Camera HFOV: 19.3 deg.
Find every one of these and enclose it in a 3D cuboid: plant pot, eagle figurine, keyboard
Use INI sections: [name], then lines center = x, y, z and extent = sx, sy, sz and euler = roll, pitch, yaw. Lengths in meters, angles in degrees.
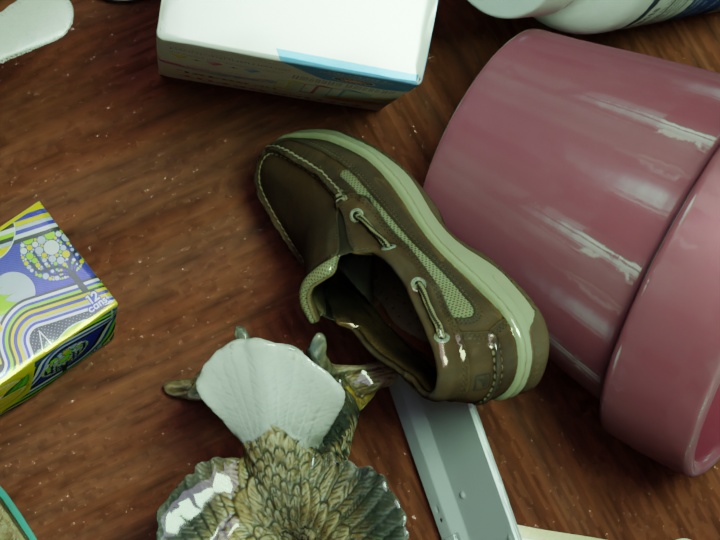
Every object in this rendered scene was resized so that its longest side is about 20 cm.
[plant pot]
center = 0.135, -0.025, 1.049
extent = 0.179, 0.200, 0.200
euler = 28, 70, 18
[eagle figurine]
center = -0.026, 0.135, 1.000
extent = 0.151, 0.152, 0.200
euler = 14, 64, -25
[keyboard]
center = 0.034, 0.054, 1.070
extent = 0.011, 0.056, 0.200
euler = -7, 71, -39

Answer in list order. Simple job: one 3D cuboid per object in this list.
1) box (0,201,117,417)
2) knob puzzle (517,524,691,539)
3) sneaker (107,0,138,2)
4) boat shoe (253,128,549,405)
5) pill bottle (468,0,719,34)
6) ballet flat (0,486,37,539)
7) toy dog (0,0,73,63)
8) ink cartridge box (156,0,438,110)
[box]
center = -0.218, 0.055, 1.029
extent = 0.200, 0.064, 0.070
euler = -36, 80, -16
[knob puzzle]
center = 0.151, 0.227, 1.043
extent = 0.219, 0.030, 0.220
euler = 3, 71, -8
[sneaker]
center = -0.129, -0.252, 1.128
extent = 0.076, 0.088, 0.200
euler = -9, 73, -10
[boat shoe]
center = 0.001, -0.005, 1.017
extent = 0.075, 0.075, 0.202
euler = -16, 39, -35
[pill bottle]
center = 0.137, -0.181, 1.090
extent = 0.200, 0.111, 0.111
euler = -15, 73, -43
[ballet flat]
center = -0.155, 0.166, 0.970
extent = 0.065, 0.071, 0.200
euler = -30, 50, -25
[toy dog]
center = -0.195, -0.133, 1.079
extent = 0.096, 0.132, 0.200
euler = 19, 76, -35
[ink cartridge box]
center = -0.031, -0.155, 1.064
extent = 0.128, 0.200, 0.126
euler = 10, 89, -5
